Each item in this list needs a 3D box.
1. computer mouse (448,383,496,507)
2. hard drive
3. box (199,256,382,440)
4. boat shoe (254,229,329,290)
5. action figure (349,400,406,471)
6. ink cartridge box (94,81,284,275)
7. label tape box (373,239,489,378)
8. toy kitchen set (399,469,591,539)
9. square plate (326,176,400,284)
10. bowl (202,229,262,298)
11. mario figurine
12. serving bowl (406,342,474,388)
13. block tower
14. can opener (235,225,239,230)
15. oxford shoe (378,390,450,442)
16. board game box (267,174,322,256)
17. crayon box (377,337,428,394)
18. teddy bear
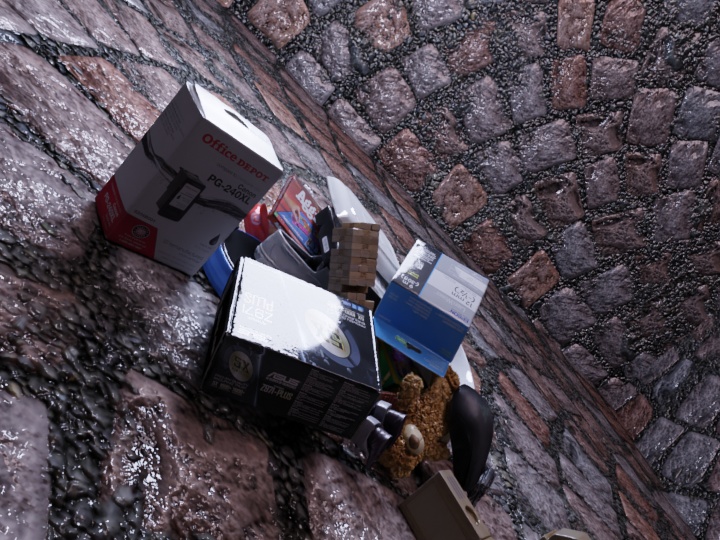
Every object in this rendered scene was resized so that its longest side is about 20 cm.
[{"bbox_3d":[0.180,0.273,1.002,0.138,0.052,0.206,-31,118,-53],"label":"computer mouse"},{"bbox_3d":[0.000,0.000,1.094,0.201,0.037,0.141,50,16,-34],"label":"hard drive"},{"bbox_3d":[-0.082,0.091,0.799,0.196,0.087,0.165,23,28,-16],"label":"box"},{"bbox_3d":[-0.078,0.005,1.031,0.199,0.068,0.073,40,16,-29],"label":"boat shoe"},{"bbox_3d":[-0.036,0.173,0.889,0.198,0.070,0.129,37,18,20],"label":"action figure"},{"bbox_3d":[-0.216,-0.111,0.833,0.144,0.200,0.084,28,22,-47],"label":"ink cartridge box"},{"bbox_3d":[0.111,0.054,1.034,0.141,0.067,0.201,30,38,6],"label":"label tape box"},{"bbox_3d":[0.198,0.352,0.905,0.199,0.163,0.182,23,28,-57],"label":"toy kitchen set"},{"bbox_3d":[0.013,-0.067,1.156,0.199,0.028,0.201,50,11,-26],"label":"square plate"},{"bbox_3d":[-0.155,0.017,0.996,0.200,0.039,0.202,44,16,-16],"label":"bowl"},{"bbox_3d":[-0.111,-0.084,1.143,0.196,0.108,0.123,1,26,-37],"label":"mario figurine"},{"bbox_3d":[0.127,0.139,1.141,0.202,0.065,0.202,55,19,-29],"label":"serving bowl"},{"bbox_3d":[-0.014,0.032,0.969,0.053,0.206,0.057,4,0,-38],"label":"block tower"},{"bbox_3d":[-0.226,-0.110,1.047,0.077,0.065,0.200,-13,32,-22],"label":"can opener"},{"bbox_3d":[0.065,0.236,1.049,0.199,0.072,0.073,35,-6,-38],"label":"oxford shoe"},{"bbox_3d":[-0.075,-0.053,1.104,0.201,0.019,0.104,52,39,-29],"label":"board game box"},{"bbox_3d":[0.062,0.169,1.134,0.199,0.058,0.121,30,33,-55],"label":"crayon box"},{"bbox_3d":[0.100,0.222,0.969,0.066,0.150,0.197,8,8,40],"label":"teddy bear"}]
